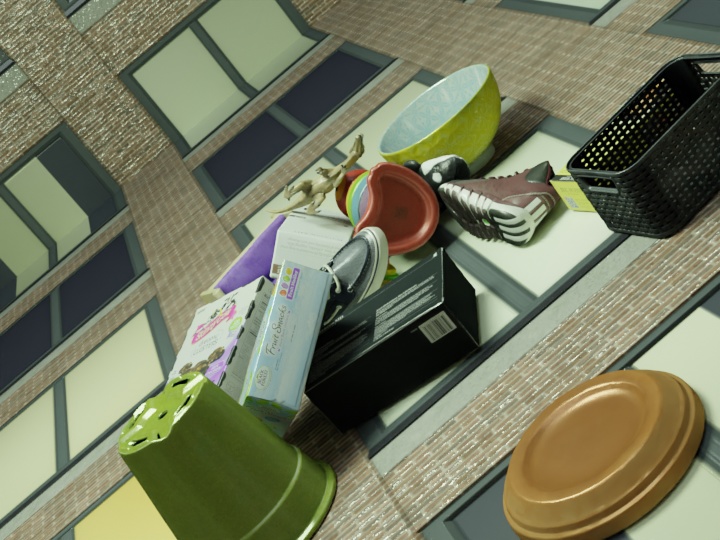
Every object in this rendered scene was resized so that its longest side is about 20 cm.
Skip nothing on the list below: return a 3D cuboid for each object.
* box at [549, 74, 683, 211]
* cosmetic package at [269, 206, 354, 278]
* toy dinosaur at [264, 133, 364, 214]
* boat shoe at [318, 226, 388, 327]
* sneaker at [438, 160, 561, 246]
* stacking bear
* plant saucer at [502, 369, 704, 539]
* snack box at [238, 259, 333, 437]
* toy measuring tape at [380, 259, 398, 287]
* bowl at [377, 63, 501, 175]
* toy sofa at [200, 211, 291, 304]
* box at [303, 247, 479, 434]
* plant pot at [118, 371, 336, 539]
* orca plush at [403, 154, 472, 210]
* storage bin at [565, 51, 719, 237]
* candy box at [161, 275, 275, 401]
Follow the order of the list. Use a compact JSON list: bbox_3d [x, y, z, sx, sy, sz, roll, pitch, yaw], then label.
[{"bbox_3d":[0.321,-0.155,1.598,0.200,0.050,0.075,-46,20,-16],"label":"box"},{"bbox_3d":[-0.062,-0.034,1.874,0.200,0.101,0.075,-75,-5,-78],"label":"cosmetic package"},{"bbox_3d":[-0.064,-0.110,1.864,0.199,0.058,0.101,-36,1,25],"label":"toy dinosaur"},{"bbox_3d":[-0.043,0.026,1.705,0.075,0.092,0.201,55,130,35],"label":"boat shoe"},{"bbox_3d":[0.190,-0.097,1.696,0.115,0.076,0.200,-39,29,-13],"label":"sneaker"},{"bbox_3d":[0.024,-0.093,1.837,0.200,0.113,0.123,-148,71,-69],"label":"stacking bear"},{"bbox_3d":[0.203,0.155,1.160,0.199,0.038,0.201,-35,21,15],"label":"plant saucer"},{"bbox_3d":[-0.094,0.102,1.567,0.200,0.067,0.170,121,165,-67],"label":"snack box"},{"bbox_3d":[0.000,0.000,1.799,0.073,0.074,0.200,-41,24,-4],"label":"toy measuring tape"},{"bbox_3d":[0.134,-0.195,1.935,0.199,0.108,0.200,-35,19,14],"label":"bowl"},{"bbox_3d":[-0.145,-0.002,2.065,0.200,0.083,0.097,-50,21,-26],"label":"toy sofa"},{"bbox_3d":[0.037,0.081,1.559,0.199,0.079,0.141,-34,23,18],"label":"box"},{"bbox_3d":[-0.161,0.219,1.452,0.199,0.190,0.200,-34,21,15],"label":"plant pot"},{"bbox_3d":[0.089,-0.101,1.865,0.199,0.105,0.072,-11,58,55],"label":"orca plush"},{"bbox_3d":[0.342,-0.139,1.462,0.200,0.094,0.135,-43,20,-12],"label":"storage bin"},{"bbox_3d":[-0.185,0.126,1.805,0.167,0.071,0.201,-26,35,45],"label":"candy box"}]
